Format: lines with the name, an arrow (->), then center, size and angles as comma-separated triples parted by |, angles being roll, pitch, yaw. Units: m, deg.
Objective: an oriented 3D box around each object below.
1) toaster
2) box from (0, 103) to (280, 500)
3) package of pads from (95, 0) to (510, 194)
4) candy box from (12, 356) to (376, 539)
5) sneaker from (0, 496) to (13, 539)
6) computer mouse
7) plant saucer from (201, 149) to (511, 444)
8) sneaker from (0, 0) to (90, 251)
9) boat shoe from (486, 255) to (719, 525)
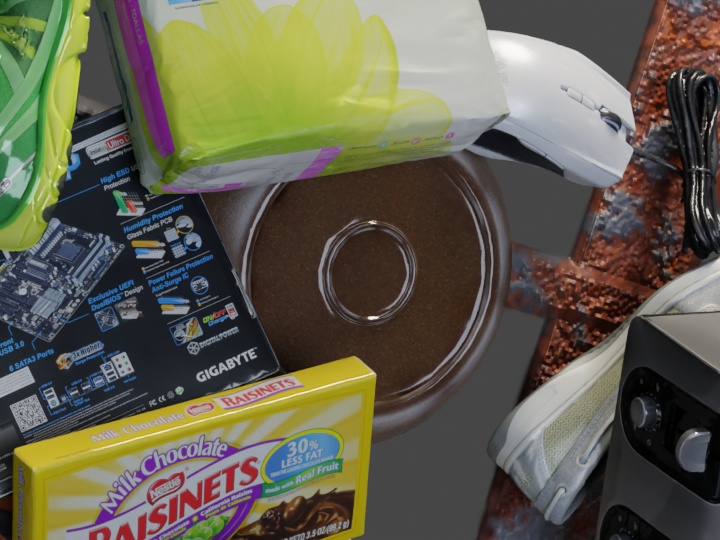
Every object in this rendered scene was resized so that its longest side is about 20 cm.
toaster -> 0.236, 0.119, 1.577 | 0.200, 0.119, 0.181 | -2, 113, -26
box -> -0.161, 0.021, 1.465 | 0.200, 0.046, 0.159 | -25, 87, -21
package of pads -> -0.032, -0.124, 1.489 | 0.200, 0.068, 0.155 | -11, 80, -28
candy box -> -0.083, 0.113, 1.466 | 0.200, 0.026, 0.102 | -15, 122, -31
sneaker -> -0.162, 0.186, 1.509 | 0.112, 0.078, 0.200 | -23, 96, -17
computer mouse -> 0.122, -0.082, 1.599 | 0.200, 0.044, 0.110 | 17, 68, -26
plant saucer -> 0.000, 0.000, 1.576 | 0.200, 0.032, 0.201 | -4, 98, -26
sneaker -> -0.179, -0.111, 1.428 | 0.083, 0.074, 0.200 | 9, 72, -17
boat shoe -> 0.165, 0.060, 1.628 | 0.202, 0.074, 0.065 | -36, 72, -13
